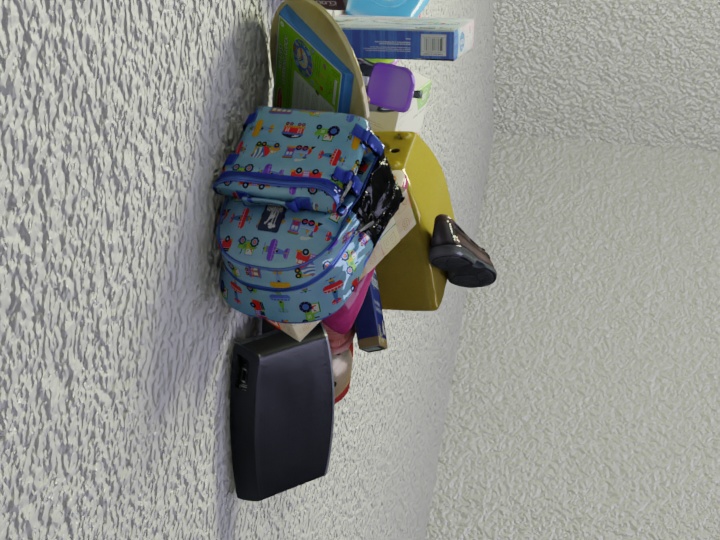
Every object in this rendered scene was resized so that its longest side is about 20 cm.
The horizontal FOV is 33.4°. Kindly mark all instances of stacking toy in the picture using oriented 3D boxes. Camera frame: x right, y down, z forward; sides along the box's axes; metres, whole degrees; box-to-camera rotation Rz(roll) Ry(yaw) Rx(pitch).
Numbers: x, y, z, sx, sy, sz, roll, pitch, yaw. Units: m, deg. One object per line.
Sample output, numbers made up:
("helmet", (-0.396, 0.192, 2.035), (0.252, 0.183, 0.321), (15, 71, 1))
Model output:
("stacking toy", (0.031, -0.348, 1.832), (0.117, 0.109, 0.201), (-58, 167, -33))

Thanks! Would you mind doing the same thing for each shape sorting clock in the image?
("shape sorting clock", (-0.046, -0.203, 1.328), (0.039, 0.199, 0.202), (-26, 133, -28))

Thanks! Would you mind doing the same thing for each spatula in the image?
("spatula", (-0.015, -0.240, 1.488), (0.198, 0.020, 0.057), (6, 104, -37))

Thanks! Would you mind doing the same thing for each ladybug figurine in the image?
("ladybug figurine", (-0.047, 0.125, 1.622), (0.200, 0.071, 0.138), (-123, -141, -87))

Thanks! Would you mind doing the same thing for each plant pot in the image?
("plant pot", (0.025, -0.084, 1.687), (0.196, 0.191, 0.202), (-69, 156, -54))

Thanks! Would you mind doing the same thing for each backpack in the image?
("backpack", (-0.071, -0.053, 1.248), (0.202, 0.180, 0.135), (-64, 152, -28))

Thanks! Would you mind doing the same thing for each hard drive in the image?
("hard drive", (-0.088, 0.167, 1.404), (0.134, 0.042, 0.203), (-14, 115, -36))

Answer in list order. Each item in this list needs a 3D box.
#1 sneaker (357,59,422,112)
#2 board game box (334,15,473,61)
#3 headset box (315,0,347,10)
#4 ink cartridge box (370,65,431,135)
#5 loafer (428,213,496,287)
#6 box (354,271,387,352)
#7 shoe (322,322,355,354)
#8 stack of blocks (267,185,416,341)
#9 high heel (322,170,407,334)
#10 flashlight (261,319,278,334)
("sneaker", (0.022, -0.256, 1.676), (0.200, 0.138, 0.079), (-58, 152, -65))
("board game box", (0.042, -0.312, 1.603), (0.199, 0.197, 0.044), (-52, 144, -69))
("headset box", (-0.050, -0.411, 1.400), (0.200, 0.074, 0.151), (67, 31, -68))
("ink cartridge box", (0.040, -0.197, 1.847), (0.117, 0.067, 0.202), (-43, 152, -51))
("loafer", (0.143, -0.025, 1.655), (0.200, 0.071, 0.064), (33, 51, -66))
("box", (0.000, 0.000, 1.513), (0.121, 0.032, 0.203), (43, 36, -82))
("shoe", (-0.047, 0.010, 1.546), (0.092, 0.070, 0.202), (83, -4, -45))
("stack of blocks", (-0.047, -0.029, 1.350), (0.200, 0.115, 0.059), (-45, 142, -21))
("high heel", (0.008, -0.023, 1.439), (0.201, 0.067, 0.096), (-59, 138, -23))
("flashlight", (-0.086, 0.042, 1.443), (0.067, 0.067, 0.203), (6, -84, 57))
